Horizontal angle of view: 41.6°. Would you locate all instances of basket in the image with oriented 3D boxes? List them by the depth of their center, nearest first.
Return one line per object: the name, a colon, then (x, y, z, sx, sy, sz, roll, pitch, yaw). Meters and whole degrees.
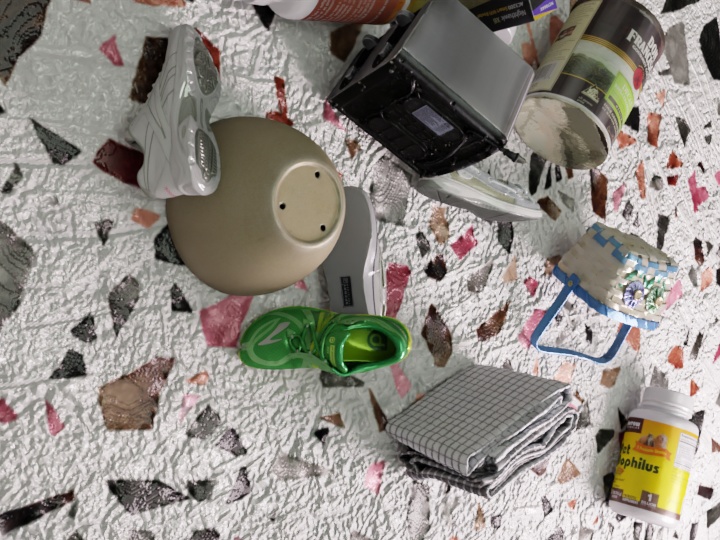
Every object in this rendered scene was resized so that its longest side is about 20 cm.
basket: (0.351, 0.043, 1.377, 0.175, 0.139, 0.201, 11, 119, -36)

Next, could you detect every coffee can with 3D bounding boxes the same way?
coffee can: (0.320, -0.265, 1.329, 0.146, 0.146, 0.201, 44, 67, -29)

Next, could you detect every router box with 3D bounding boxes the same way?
router box: (0.126, -0.364, 1.142, 0.052, 0.199, 0.159, -33, 110, -35)

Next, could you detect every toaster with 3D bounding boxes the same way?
toaster: (0.088, -0.205, 1.111, 0.199, 0.180, 0.120, 35, 68, -19)

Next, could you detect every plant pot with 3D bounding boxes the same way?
plant pot: (-0.092, -0.070, 1.025, 0.198, 0.134, 0.203, -2, 93, -37)

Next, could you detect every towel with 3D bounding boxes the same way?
towel: (0.157, 0.205, 1.206, 0.199, 0.165, 0.087, -30, 114, -33)

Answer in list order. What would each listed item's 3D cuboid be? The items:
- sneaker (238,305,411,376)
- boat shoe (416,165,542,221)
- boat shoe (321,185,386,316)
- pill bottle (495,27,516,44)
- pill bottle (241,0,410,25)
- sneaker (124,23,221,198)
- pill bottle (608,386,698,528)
sneaker: (-0.040, 0.078, 1.065, 0.197, 0.084, 0.075, -3, 93, -1)
boat shoe: (0.164, -0.110, 1.261, 0.200, 0.074, 0.066, 15, 81, -28)
boat shoe: (0.000, 0.000, 1.141, 0.066, 0.071, 0.203, -10, 93, -65)
pill bottle: (0.200, -0.401, 1.258, 0.104, 0.104, 0.202, 33, 72, -33)
pill bottle: (-0.042, -0.339, 1.069, 0.198, 0.112, 0.114, -8, 96, -37)
sneaker: (-0.200, -0.165, 0.975, 0.078, 0.098, 0.203, 48, 35, -58)
pill bottle: (0.460, 0.289, 1.474, 0.109, 0.109, 0.203, 24, 77, -35)
